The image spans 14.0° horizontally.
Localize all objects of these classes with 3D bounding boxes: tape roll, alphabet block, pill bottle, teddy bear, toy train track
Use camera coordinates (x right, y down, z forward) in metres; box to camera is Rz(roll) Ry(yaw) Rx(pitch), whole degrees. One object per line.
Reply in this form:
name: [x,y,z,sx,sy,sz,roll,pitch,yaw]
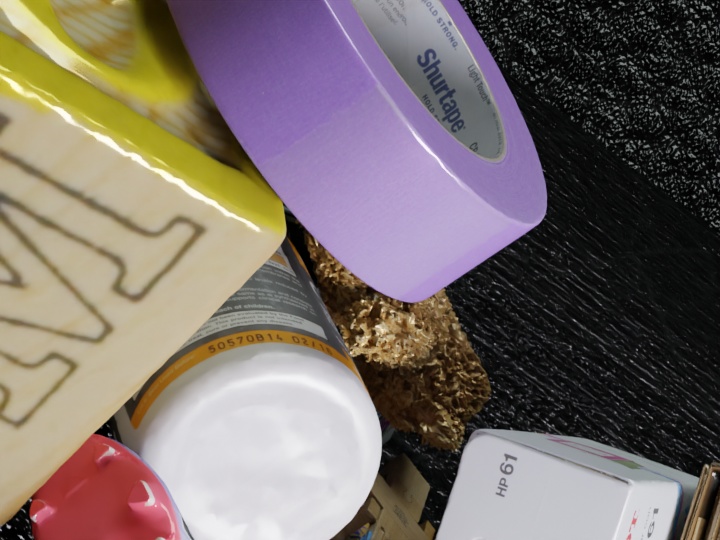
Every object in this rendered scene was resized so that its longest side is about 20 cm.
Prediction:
tape roll: [-0.002,-0.088,1.262,0.200,0.065,0.200,50,18,-23]
alphabet block: [-0.173,-0.050,1.232,0.196,0.200,0.196,30,30,-32]
pill bottle: [-0.069,0.038,1.360,0.116,0.117,0.200,30,18,-31]
teddy bear: [0.000,0.000,1.410,0.145,0.066,0.200,60,-4,36]
toy train track: [0.001,0.141,1.384,0.115,0.032,0.200,53,18,-10]

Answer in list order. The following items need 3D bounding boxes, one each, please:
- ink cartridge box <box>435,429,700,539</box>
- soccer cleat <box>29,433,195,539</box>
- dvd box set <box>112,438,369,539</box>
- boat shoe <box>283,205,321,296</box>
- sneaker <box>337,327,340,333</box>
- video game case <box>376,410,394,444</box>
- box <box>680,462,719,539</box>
ink cartridge box: [0.094,0.157,1.396,0.084,0.145,0.200,18,1,20]
soccer cleat: [-0.072,0.150,1.231,0.200,0.067,0.076,47,-1,33]
dvd box set: [-0.030,0.143,1.430,0.146,0.029,0.200,44,14,26]
boat shoe: [-0.068,-0.013,1.537,0.199,0.062,0.075,23,47,-40]
sneaker: [-0.013,0.001,1.680,0.087,0.076,0.201,23,60,-25]
video game case: [-0.081,0.045,1.541,0.199,0.036,0.181,28,11,6]
box: [0.167,0.186,1.460,0.021,0.165,0.200,15,-7,14]
